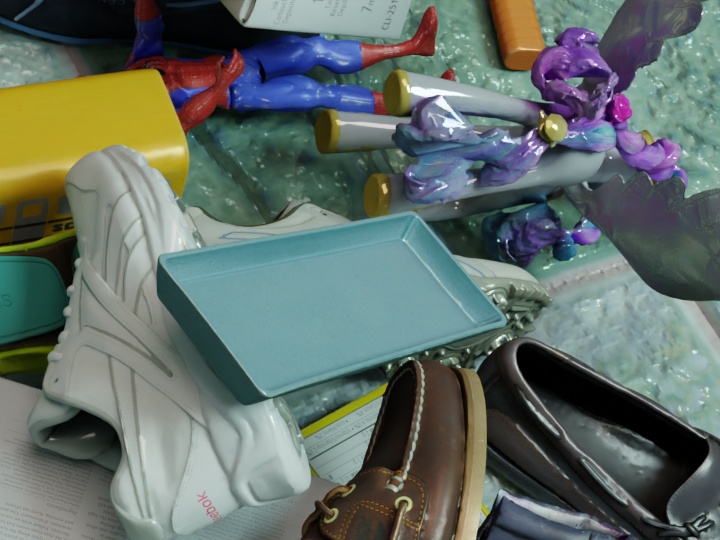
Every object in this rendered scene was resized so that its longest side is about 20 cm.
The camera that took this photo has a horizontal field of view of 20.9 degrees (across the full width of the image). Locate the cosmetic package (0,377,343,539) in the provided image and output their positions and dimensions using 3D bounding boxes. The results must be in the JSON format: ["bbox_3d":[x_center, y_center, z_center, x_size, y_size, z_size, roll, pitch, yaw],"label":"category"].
[{"bbox_3d":[-0.084,0.144,0.802,0.199,0.052,0.151,18,50,-3],"label":"cosmetic package"}]

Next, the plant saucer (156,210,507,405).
[{"bbox_3d":[-0.009,0.014,0.805,0.070,0.019,0.200,50,27,16],"label":"plant saucer"}]

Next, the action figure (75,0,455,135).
[{"bbox_3d":[-0.052,-0.113,0.985,0.198,0.099,0.066,-9,59,-9],"label":"action figure"}]

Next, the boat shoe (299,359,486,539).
[{"bbox_3d":[0.008,0.118,0.771,0.070,0.071,0.201,15,52,-11],"label":"boat shoe"}]

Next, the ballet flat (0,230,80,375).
[{"bbox_3d":[-0.143,0.019,0.885,0.199,0.067,0.067,-2,73,-52],"label":"ballet flat"}]

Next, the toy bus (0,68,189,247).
[{"bbox_3d":[-0.186,-0.038,0.912,0.199,0.078,0.065,-11,60,-23],"label":"toy bus"}]

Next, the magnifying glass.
[{"bbox_3d":[0.077,-0.200,1.137,0.079,0.022,0.201,1,57,-16],"label":"magnifying glass"}]

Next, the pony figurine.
[{"bbox_3d":[0.099,-0.062,0.949,0.199,0.193,0.168,-1,83,-20],"label":"pony figurine"}]

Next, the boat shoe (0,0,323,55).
[{"bbox_3d":[-0.112,-0.164,1.026,0.198,0.069,0.085,2,56,-15],"label":"boat shoe"}]

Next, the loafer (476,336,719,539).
[{"bbox_3d":[0.139,0.098,0.923,0.199,0.063,0.072,29,54,5],"label":"loafer"}]

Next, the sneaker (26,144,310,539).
[{"bbox_3d":[-0.100,0.028,0.807,0.099,0.078,0.200,-27,48,-3],"label":"sneaker"}]

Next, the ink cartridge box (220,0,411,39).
[{"bbox_3d":[-0.089,-0.184,0.965,0.173,0.044,0.200,0,35,-33],"label":"ink cartridge box"}]

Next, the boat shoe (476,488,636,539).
[{"bbox_3d":[0.123,0.168,0.842,0.199,0.075,0.093,23,93,-1],"label":"boat shoe"}]

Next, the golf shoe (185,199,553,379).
[{"bbox_3d":[0.000,0.000,0.929,0.199,0.078,0.098,0,52,-33],"label":"golf shoe"}]

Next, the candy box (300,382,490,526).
[{"bbox_3d":[-0.036,0.134,0.871,0.199,0.026,0.102,-26,69,-29],"label":"candy box"}]
